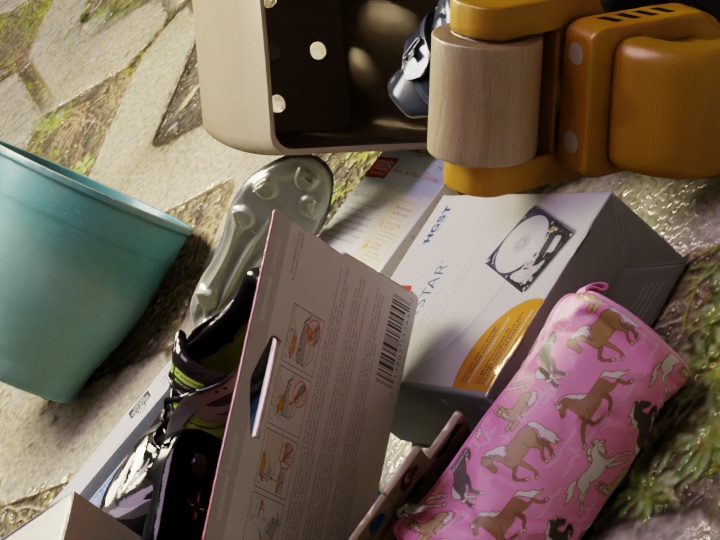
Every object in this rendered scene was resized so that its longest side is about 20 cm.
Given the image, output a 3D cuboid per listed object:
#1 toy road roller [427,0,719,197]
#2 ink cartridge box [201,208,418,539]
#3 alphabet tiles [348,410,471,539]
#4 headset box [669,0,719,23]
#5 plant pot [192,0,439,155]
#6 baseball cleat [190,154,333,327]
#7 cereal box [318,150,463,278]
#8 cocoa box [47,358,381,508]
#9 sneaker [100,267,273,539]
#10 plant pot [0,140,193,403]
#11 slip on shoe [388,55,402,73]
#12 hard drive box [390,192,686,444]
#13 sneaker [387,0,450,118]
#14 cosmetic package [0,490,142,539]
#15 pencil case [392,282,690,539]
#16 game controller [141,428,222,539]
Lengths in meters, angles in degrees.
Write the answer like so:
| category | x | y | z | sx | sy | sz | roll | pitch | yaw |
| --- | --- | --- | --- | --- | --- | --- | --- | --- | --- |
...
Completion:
| category | x | y | z | sx | sy | sz | roll | pitch | yaw |
| --- | --- | --- | --- | --- | --- | --- | --- | --- | --- |
| toy road roller | 0.152 | -0.112 | 1.448 | 0.146 | 0.200 | 0.123 | 27 | 123 | 49 |
| ink cartridge box | -0.042 | 0.083 | 1.364 | 0.045 | 0.176 | 0.201 | 3 | 73 | 32 |
| alphabet tiles | 0.007 | 0.175 | 1.365 | 0.200 | 0.006 | 0.166 | -54 | -17 | -8 |
| headset box | 0.203 | -0.240 | 1.598 | 0.174 | 0.093 | 0.200 | -33 | 44 | 34 |
| plant pot | -0.028 | -0.179 | 1.754 | 0.177 | 0.199 | 0.201 | -10 | 85 | 60 |
| baseball cleat | -0.072 | -0.032 | 1.800 | 0.200 | 0.070 | 0.106 | -52 | 1 | 35 |
| cereal box | 0.000 | 0.000 | 1.720 | 0.200 | 0.040 | 0.144 | -53 | 22 | -7 |
| cocoa box | -0.109 | 0.168 | 1.551 | 0.200 | 0.133 | 0.131 | -49 | 25 | 1 |
| sneaker | -0.102 | 0.079 | 1.430 | 0.071 | 0.083 | 0.200 | 37 | 91 | 41 |
| plant pot | -0.274 | 0.008 | 2.027 | 0.188 | 0.200 | 0.200 | -66 | 24 | 1 |
| slip on shoe | 0.102 | -0.212 | 1.827 | 0.200 | 0.061 | 0.074 | -45 | 23 | 9 |
| hard drive box | 0.090 | 0.034 | 1.471 | 0.156 | 0.077 | 0.200 | -57 | 24 | -17 |
| sneaker | 0.068 | -0.192 | 1.613 | 0.146 | 0.077 | 0.203 | 126 | 148 | -44 |
| cosmetic package | -0.139 | 0.234 | 1.428 | 0.103 | 0.200 | 0.073 | -33 | 30 | 33 |
| pencil case | 0.103 | 0.105 | 1.324 | 0.200 | 0.086 | 0.083 | -53 | 40 | -3 |
| game controller | -0.067 | 0.170 | 1.399 | 0.042 | 0.200 | 0.105 | -13 | 62 | 28 |
